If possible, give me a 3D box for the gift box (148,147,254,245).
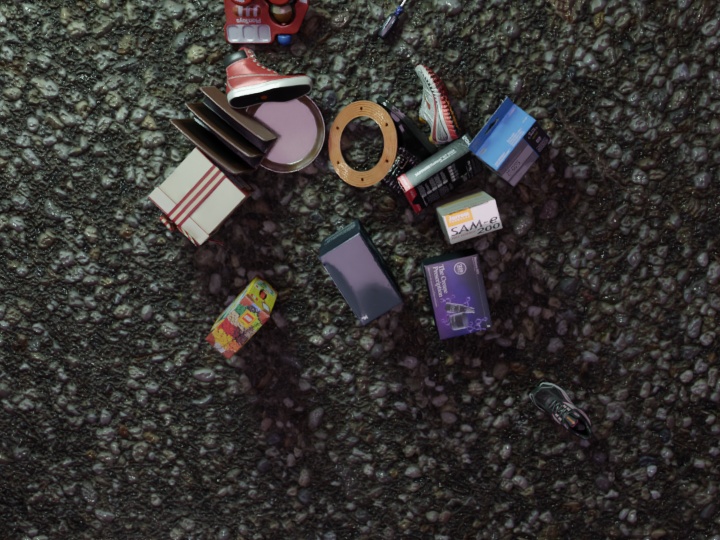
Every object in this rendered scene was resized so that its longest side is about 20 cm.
[{"bbox_3d":[-0.369,-0.162,1.629,0.187,0.185,0.200,-43,94,7],"label":"gift box"}]

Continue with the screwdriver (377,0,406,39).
[{"bbox_3d":[0.103,-0.625,1.593,0.028,0.029,0.200,33,107,-8],"label":"screwdriver"}]

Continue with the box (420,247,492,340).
[{"bbox_3d":[0.244,0.059,1.743,0.141,0.079,0.201,-14,104,0],"label":"box"}]

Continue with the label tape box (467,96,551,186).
[{"bbox_3d":[0.349,-0.292,1.598,0.063,0.200,0.144,44,103,30],"label":"label tape box"}]

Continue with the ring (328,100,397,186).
[{"bbox_3d":[0.007,-0.299,1.633,0.200,0.019,0.201,7,101,35],"label":"ring"}]

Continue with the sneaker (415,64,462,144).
[{"bbox_3d":[0.165,-0.390,1.615,0.082,0.078,0.201,-23,79,26],"label":"sneaker"}]

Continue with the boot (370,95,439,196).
[{"bbox_3d":[0.073,-0.296,1.652,0.158,0.079,0.211,-43,101,9],"label":"boot"}]

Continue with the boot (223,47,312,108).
[{"bbox_3d":[-0.216,-0.464,1.601,0.199,0.072,0.145,-8,72,-3],"label":"boot"}]

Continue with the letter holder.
[{"bbox_3d":[-0.317,-0.323,1.585,0.200,0.142,0.101,39,111,2],"label":"letter holder"}]

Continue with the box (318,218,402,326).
[{"bbox_3d":[0.000,0.000,1.663,0.117,0.200,0.197,-31,103,7],"label":"box"}]

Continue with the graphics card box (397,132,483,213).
[{"bbox_3d":[0.192,-0.230,1.640,0.200,0.125,0.051,-32,64,5],"label":"graphics card box"}]

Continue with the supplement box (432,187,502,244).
[{"bbox_3d":[0.249,-0.132,1.632,0.126,0.200,0.074,-18,104,4],"label":"supplement box"}]

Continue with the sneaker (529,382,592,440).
[{"bbox_3d":[0.541,0.373,1.817,0.200,0.086,0.080,34,100,-8],"label":"sneaker"}]

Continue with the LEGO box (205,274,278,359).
[{"bbox_3d":[-0.286,0.110,1.687,0.077,0.200,0.149,42,100,-10],"label":"LEGO box"}]

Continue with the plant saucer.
[{"bbox_3d":[-0.185,-0.338,1.664,0.200,0.032,0.201,0,104,0],"label":"plant saucer"}]

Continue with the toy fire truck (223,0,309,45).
[{"bbox_3d":[-0.216,-0.601,1.572,0.199,0.112,0.168,0,128,0],"label":"toy fire truck"}]
